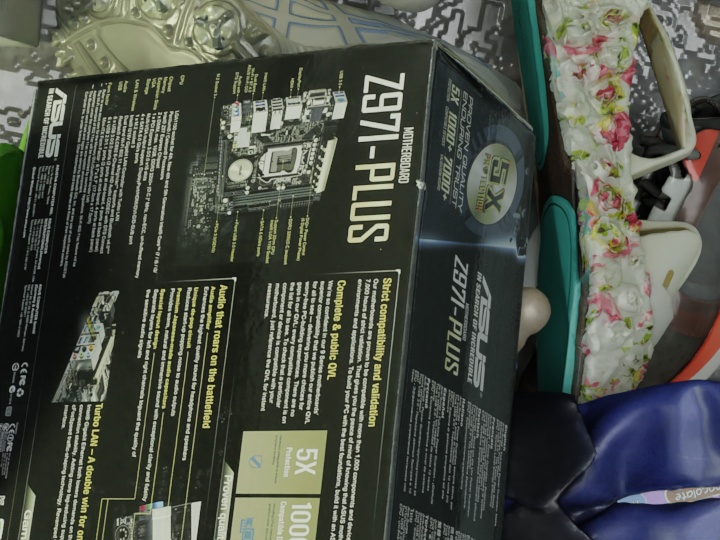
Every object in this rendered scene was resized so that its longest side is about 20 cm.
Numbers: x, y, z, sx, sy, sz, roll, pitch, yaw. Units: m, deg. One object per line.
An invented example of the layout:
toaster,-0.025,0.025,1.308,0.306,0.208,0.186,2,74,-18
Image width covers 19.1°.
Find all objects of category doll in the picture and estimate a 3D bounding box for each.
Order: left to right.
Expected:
doll,0.064,0.074,0.736,0.198,0.048,0.138,-8,85,26

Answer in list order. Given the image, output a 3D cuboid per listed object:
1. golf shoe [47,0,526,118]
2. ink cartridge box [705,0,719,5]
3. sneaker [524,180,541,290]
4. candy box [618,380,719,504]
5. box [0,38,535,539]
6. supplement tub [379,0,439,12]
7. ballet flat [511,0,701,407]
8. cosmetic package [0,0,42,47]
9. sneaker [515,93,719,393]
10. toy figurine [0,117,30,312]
golf shoe,-0.028,-0.076,0.845,0.199,0.097,0.079,24,113,21
ink cartridge box,0.172,-0.172,0.781,0.048,0.200,0.147,14,94,-2
sneaker,0.000,0.000,0.848,0.121,0.084,0.200,42,76,2
candy box,0.108,0.161,0.869,0.166,0.072,0.202,-13,95,-2
box,-0.037,0.035,0.724,0.162,0.086,0.202,-4,70,28
supplement tub,-0.022,-0.205,0.794,0.199,0.145,0.146,32,92,-5
ballet flat,0.093,-0.031,0.784,0.063,0.076,0.202,-3,86,-5
cosmetic package,-0.172,-0.126,0.764,0.107,0.200,0.086,3,93,-2
sneaker,0.123,-0.022,0.843,0.200,0.077,0.082,-47,123,-10
toy figurine,-0.212,0.007,0.774,0.182,0.201,0.151,5,132,5
